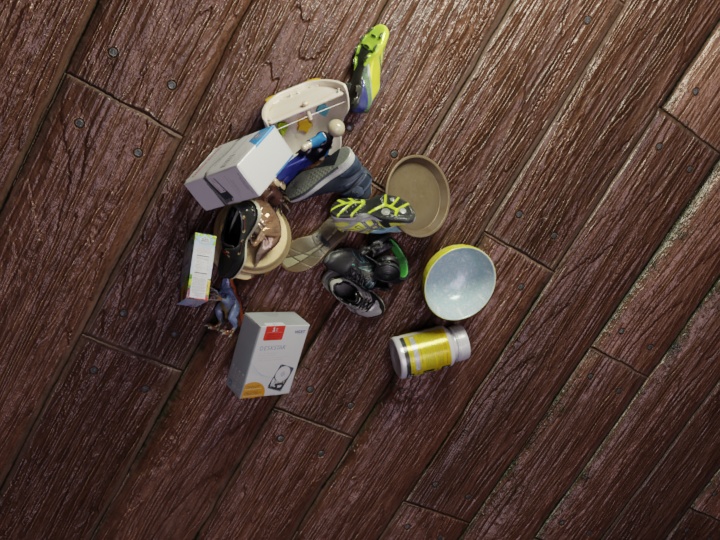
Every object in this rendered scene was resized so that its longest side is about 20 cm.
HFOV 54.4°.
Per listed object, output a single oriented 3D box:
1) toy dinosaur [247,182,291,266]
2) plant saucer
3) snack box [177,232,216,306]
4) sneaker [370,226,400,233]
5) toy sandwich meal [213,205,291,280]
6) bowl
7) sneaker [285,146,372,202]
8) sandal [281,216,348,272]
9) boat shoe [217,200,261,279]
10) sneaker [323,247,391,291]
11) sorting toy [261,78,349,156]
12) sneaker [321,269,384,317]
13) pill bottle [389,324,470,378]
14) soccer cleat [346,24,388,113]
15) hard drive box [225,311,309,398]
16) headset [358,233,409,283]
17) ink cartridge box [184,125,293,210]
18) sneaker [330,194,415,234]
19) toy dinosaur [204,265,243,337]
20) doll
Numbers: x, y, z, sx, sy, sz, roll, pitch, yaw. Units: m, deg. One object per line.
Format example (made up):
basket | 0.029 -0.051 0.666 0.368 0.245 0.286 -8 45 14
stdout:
toy dinosaur | -0.212 -0.115 1.591 0.135 0.086 0.202 -9 91 -37
plant saucer | 0.136 -0.181 1.713 0.198 0.029 0.202 0 90 -32
snack box | -0.366 0.002 1.559 0.052 0.200 0.144 10 80 -19
sneaker | 0.074 -0.119 1.729 0.198 0.082 0.075 -7 114 -14
toy sandwich meal | -0.259 -0.072 1.645 0.203 0.070 0.207 4 77 -20
bowl | 0.239 0.016 1.818 0.198 0.108 0.202 -6 113 -15
sneaker | -0.067 -0.191 1.661 0.201 0.077 0.146 -27 141 21
sandal | -0.108 -0.062 1.714 0.199 0.054 0.081 -38 84 -13
boat shoe | -0.278 -0.064 1.521 0.063 0.074 0.202 -15 140 -47
sneaker | 0.000 0.000 1.731 0.199 0.080 0.076 13 132 -34
sorting toy | -0.120 -0.320 1.587 0.199 0.107 0.181 -25 130 -12
sneaker | -0.013 0.074 1.779 0.199 0.088 0.076 32 98 -27
pill bottle | 0.186 0.213 1.878 0.198 0.114 0.115 -12 114 -11
soccer cleat | 0.022 -0.458 1.599 0.083 0.064 0.202 7 107 -50
hard drive box | -0.232 0.209 1.745 0.155 0.077 0.202 1 113 -43
headset | 0.066 -0.038 1.709 0.094 0.125 0.199 -29 158 30
ink cartridge box | -0.262 -0.217 1.503 0.084 0.199 0.145 54 51 -27
sneaker | 0.031 -0.127 1.641 0.198 0.076 0.077 4 143 9
toy dinosaur | -0.330 0.059 1.707 0.199 0.104 0.183 5 103 -54
doll | -0.114 -0.261 1.554 0.199 0.136 0.049 -39 81 6
